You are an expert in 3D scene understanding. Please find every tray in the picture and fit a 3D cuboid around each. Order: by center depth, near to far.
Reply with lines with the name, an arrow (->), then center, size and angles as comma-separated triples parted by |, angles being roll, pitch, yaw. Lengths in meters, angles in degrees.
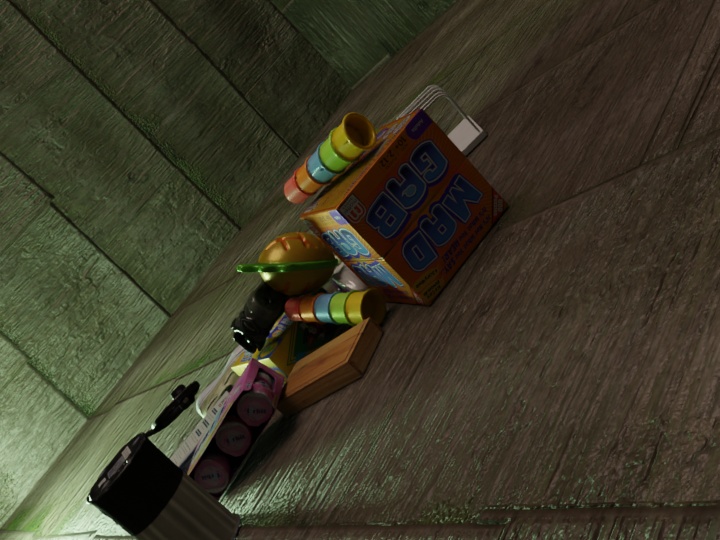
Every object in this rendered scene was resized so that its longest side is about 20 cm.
tray -> -0.053, 0.152, 1.339 | 0.199, 0.037, 0.099 | -35, 18, 42

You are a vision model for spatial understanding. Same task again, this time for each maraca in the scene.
maraca -> -0.121, -0.010, 1.459 | 0.135, 0.110, 0.199 | -4, 2, 34

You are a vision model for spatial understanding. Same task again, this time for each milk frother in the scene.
milk frother -> -0.247, 0.293, 1.215 | 0.200, 0.188, 0.181 | -45, 15, 2

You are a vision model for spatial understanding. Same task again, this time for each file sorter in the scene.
file sorter -> 0.153, -0.287, 1.746 | 0.139, 0.125, 0.200 | -43, 14, 11

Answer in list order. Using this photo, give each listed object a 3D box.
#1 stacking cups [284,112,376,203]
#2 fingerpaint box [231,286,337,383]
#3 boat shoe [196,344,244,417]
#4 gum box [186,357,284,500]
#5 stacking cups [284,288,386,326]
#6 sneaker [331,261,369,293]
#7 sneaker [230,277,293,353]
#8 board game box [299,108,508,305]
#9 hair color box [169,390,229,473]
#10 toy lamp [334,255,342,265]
stacking cups -> -0.057, -0.162, 1.311 | 0.199, 0.060, 0.061 | -35, 18, 45
fingerpaint box -> -0.134, 0.127, 1.569 | 0.168, 0.073, 0.199 | -54, 15, -25
boat shoe -> -0.242, 0.219, 1.690 | 0.201, 0.072, 0.062 | -51, 38, 1
gum box -> -0.195, 0.246, 1.357 | 0.202, 0.065, 0.114 | -57, 10, 16
stacking cups -> -0.047, 0.066, 1.404 | 0.198, 0.061, 0.061 | -7, 39, 46
sneaker -> 0.000, 0.000, 1.514 | 0.100, 0.075, 0.200 | -46, 14, 6
sneaker -> -0.173, 0.072, 1.522 | 0.115, 0.076, 0.200 | -53, 3, 21
board game box -> 0.061, -0.091, 1.321 | 0.201, 0.200, 0.199 | -49, 14, -13
hair color box -> -0.270, 0.312, 1.495 | 0.201, 0.060, 0.100 | -51, 15, -12
toy lamp -> -0.043, -0.025, 1.755 | 0.199, 0.058, 0.059 | -32, 19, 44
